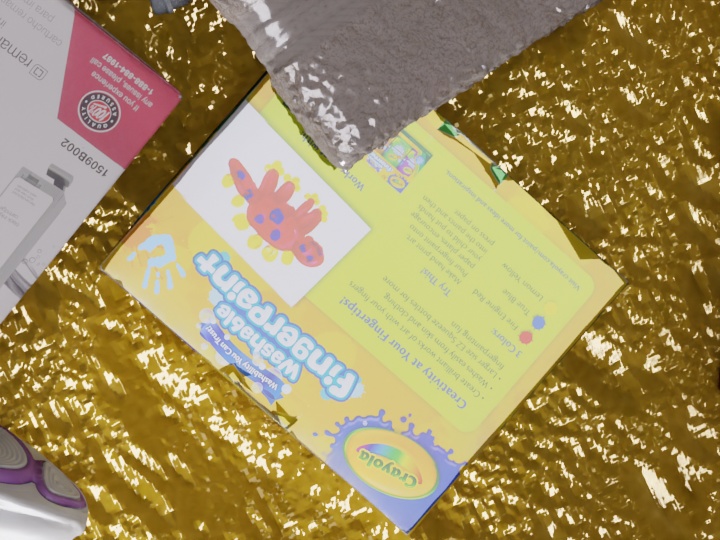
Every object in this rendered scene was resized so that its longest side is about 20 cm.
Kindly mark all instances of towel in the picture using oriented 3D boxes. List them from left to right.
[{"bbox_3d":[0.025,-0.146,1.159,0.200,0.034,0.133,-36,88,-29],"label":"towel"}]

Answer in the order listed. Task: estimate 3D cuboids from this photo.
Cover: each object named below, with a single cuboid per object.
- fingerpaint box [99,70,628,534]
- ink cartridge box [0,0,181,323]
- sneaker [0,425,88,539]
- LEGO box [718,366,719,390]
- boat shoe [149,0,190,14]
[{"bbox_3d":[0.000,0.000,1.198,0.200,0.073,0.167,40,90,-6],"label":"fingerpaint box"},{"bbox_3d":[-0.206,-0.054,1.147,0.146,0.083,0.200,38,91,-35],"label":"ink cartridge box"},{"bbox_3d":[-0.234,0.118,1.201,0.199,0.075,0.100,10,108,-1],"label":"sneaker"},{"bbox_3d":[0.233,-0.026,1.176,0.077,0.149,0.201,4,95,-5],"label":"LEGO box"},{"bbox_3d":[-0.119,-0.223,1.170,0.065,0.074,0.202,-31,104,-5],"label":"boat shoe"}]
